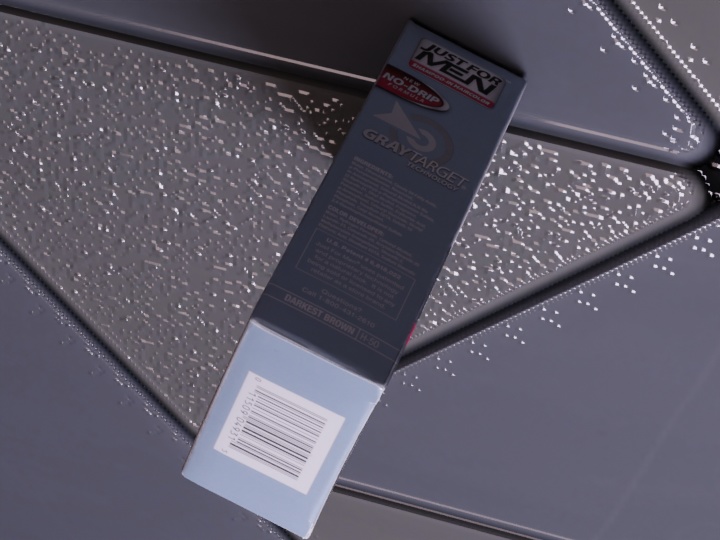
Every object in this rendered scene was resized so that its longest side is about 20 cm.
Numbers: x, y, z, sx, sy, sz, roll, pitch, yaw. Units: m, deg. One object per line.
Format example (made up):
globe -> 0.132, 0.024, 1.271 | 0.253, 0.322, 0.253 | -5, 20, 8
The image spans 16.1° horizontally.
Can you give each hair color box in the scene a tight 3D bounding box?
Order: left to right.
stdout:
hair color box -> 0.000, 0.000, 1.038 | 0.060, 0.201, 0.099 | 26, 134, 0
